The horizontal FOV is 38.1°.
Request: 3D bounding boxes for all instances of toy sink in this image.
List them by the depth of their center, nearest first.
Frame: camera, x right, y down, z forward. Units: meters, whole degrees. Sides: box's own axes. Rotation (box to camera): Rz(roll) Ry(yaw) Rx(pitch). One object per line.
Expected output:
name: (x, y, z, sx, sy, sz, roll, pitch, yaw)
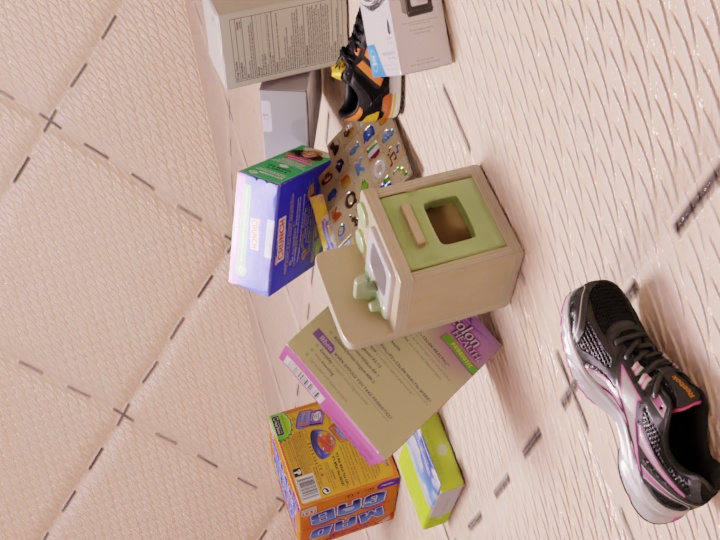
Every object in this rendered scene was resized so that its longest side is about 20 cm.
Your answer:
toy sink: (0.059, -0.018, 1.146, 0.113, 0.197, 0.132, 95, 158, -55)

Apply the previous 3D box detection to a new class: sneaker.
sneaker: (0.236, 0.096, 0.836, 0.202, 0.079, 0.086, 65, 153, 10)
sneaker: (0.005, -0.277, 1.336, 0.070, 0.089, 0.202, -119, 20, -47)

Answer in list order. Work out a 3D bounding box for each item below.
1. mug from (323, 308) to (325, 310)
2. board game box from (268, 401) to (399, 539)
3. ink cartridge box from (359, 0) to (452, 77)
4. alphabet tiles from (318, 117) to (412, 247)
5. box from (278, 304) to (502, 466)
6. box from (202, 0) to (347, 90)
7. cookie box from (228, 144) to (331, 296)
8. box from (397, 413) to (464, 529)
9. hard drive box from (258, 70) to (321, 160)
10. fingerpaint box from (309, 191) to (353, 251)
mug: (-0.032, 0.118, 1.761, 0.135, 0.176, 0.200, -62, 15, 4)
board game box: (-0.055, 0.385, 2.026, 0.201, 0.197, 0.202, 93, 157, -54)
ink cartridge box: (0.040, -0.328, 1.189, 0.116, 0.067, 0.203, -153, 50, -72)
alphabet tiles: (0.004, -0.131, 1.443, 0.166, 0.006, 0.202, -45, 46, 34)
box: (0.033, 0.097, 1.249, 0.176, 0.200, 0.097, 48, 164, 3)
box: (-0.127, -0.368, 1.553, 0.129, 0.197, 0.110, 89, 160, -43)
cookie box: (-0.112, -0.079, 1.549, 0.200, 0.074, 0.174, -36, -42, -61)
box: (0.107, 0.306, 1.604, 0.201, 0.047, 0.123, 100, 153, -58)
hard drive box: (-0.108, -0.285, 1.676, 0.157, 0.075, 0.202, 90, -176, -45)
fingerpaint box: (0.000, 0.000, 1.548, 0.167, 0.072, 0.203, 55, -161, -65)
